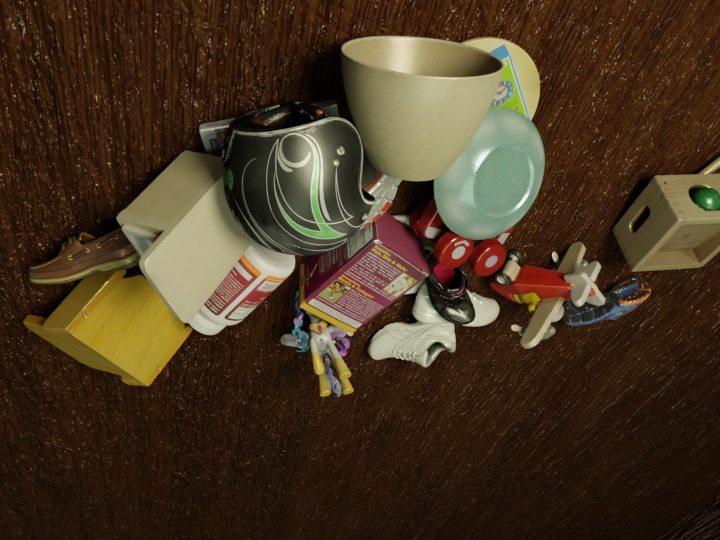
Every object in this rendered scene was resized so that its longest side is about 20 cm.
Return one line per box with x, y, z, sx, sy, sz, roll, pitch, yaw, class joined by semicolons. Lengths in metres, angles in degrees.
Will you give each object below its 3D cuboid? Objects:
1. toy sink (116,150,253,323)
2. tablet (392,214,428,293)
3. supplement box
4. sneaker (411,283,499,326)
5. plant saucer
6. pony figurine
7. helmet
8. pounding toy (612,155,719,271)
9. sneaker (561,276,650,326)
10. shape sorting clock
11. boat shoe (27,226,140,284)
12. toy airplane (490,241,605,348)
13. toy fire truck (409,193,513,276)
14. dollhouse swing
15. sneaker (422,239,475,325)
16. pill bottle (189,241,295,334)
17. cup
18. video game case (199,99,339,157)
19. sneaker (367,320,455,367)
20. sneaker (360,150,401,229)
-0.249;-0.050;0.793;0.111;0.201;0.131;15;146;26;toy sink
0.090;-0.026;1.056;0.128;0.014;0.202;-6;137;-9;tablet
0.000;0.000;0.981;0.130;0.104;0.199;31;125;-32;supplement box
0.204;0.059;1.136;0.197;0.075;0.090;0;115;-25;sneaker
0.205;-0.136;0.842;0.198;0.039;0.204;-10;115;-21;plant saucer
-0.070;0.137;1.077;0.164;0.202;0.194;-17;153;-6;pony figurine
-0.081;-0.114;0.754;0.197;0.201;0.193;-10;119;-4;helmet
0.600;-0.116;1.034;0.181;0.144;0.201;-3;147;-11;pounding toy
0.543;0.085;1.251;0.197;0.076;0.079;-16;140;4;sneaker
0.167;-0.244;0.833;0.197;0.040;0.201;-8;139;-7;shape sorting clock
-0.430;-0.026;0.884;0.197;0.072;0.068;-12;104;9;boat shoe
0.365;0.044;1.067;0.198;0.200;0.142;-25;126;9;toy airplane
0.190;-0.095;0.939;0.198;0.113;0.169;10;122;-35;toy fire truck
-0.454;0.090;1.012;0.183;0.175;0.201;-54;138;-18;dollhouse swing
0.162;0.035;1.037;0.076;0.084;0.201;-35;121;-1;sneaker
-0.211;0.017;0.946;0.112;0.114;0.200;29;122;-36;pill bottle
0.070;-0.201;0.716;0.197;0.201;0.145;-3;125;-12;cup
-0.124;-0.172;0.845;0.197;0.018;0.144;-12;137;-4;video game case
0.108;0.159;1.181;0.198;0.100;0.078;-21;141;17;sneaker
0.015;-0.145;0.867;0.200;0.082;0.077;-48;149;18;sneaker
